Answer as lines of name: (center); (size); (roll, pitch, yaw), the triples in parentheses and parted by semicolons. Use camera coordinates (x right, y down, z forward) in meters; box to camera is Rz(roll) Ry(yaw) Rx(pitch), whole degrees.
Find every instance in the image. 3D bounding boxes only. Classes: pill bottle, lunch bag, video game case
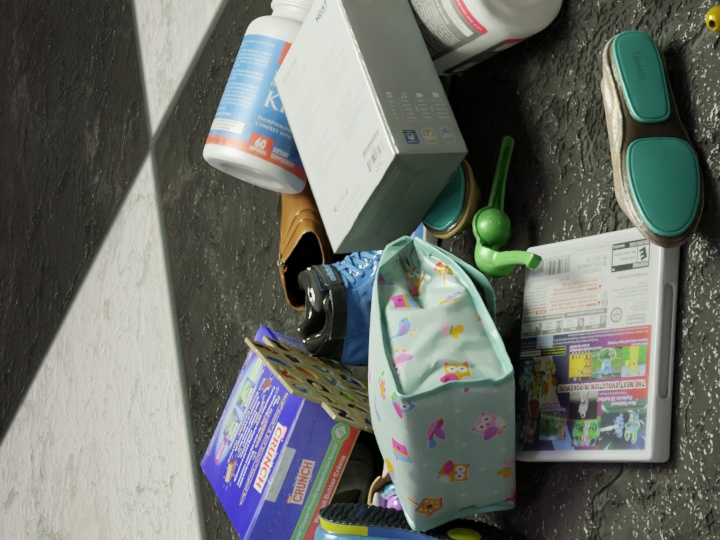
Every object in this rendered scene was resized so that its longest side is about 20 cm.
pill bottle: (-0.077, -0.189, 1.801); (0.112, 0.111, 0.202); (5, 75, 64)
pill bottle: (0.090, -0.243, 1.628); (0.200, 0.110, 0.112); (-19, 66, 60)
lunch bag: (0.063, 0.090, 1.520); (0.201, 0.121, 0.172); (-109, 11, -50)
video game case: (0.189, 0.063, 1.437); (0.200, 0.023, 0.184); (-11, 73, 62)

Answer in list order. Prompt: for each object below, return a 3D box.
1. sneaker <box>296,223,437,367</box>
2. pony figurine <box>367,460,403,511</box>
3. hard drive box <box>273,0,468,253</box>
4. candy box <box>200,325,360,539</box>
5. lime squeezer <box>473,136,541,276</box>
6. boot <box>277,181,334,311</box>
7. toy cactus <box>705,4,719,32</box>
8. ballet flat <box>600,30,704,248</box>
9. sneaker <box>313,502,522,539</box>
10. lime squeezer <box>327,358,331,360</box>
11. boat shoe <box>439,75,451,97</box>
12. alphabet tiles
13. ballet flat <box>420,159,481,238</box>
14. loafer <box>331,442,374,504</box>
sneaker: (0.000, 0.001, 1.745); (0.077, 0.110, 0.202); (55, 131, 55)
pony figurine: (0.005, 0.286, 1.637); (0.200, 0.165, 0.195); (116, 161, -63)
hard drive box: (0.005, -0.142, 1.604); (0.156, 0.076, 0.201); (-55, 47, 50)
candy box: (-0.080, 0.171, 1.781); (0.170, 0.076, 0.200); (-66, 21, 9)
lime squeezer: (0.120, -0.040, 1.536); (0.201, 0.037, 0.071); (-93, 12, -56)
boot: (-0.060, -0.065, 1.858); (0.155, 0.076, 0.202); (-81, -2, -72)
toy cactus: (0.273, -0.242, 1.292); (0.165, 0.101, 0.202); (141, 124, -68)
ballet flat: (0.224, -0.092, 1.380); (0.067, 0.067, 0.202); (103, 168, -58)
sneaker: (0.054, 0.253, 1.520); (0.066, 0.198, 0.079); (-25, -61, -69)
lime squeezer: (-0.026, 0.128, 1.843); (0.071, 0.037, 0.201); (-51, 28, 29)
boat shoe: (0.037, -0.188, 1.781); (0.200, 0.074, 0.069); (-122, 37, -59)
alphabet tiles: (-0.020, 0.115, 1.692); (0.006, 0.165, 0.200); (-64, 29, 9)
ballet flat: (0.081, -0.080, 1.657); (0.069, 0.063, 0.200); (-47, 31, 15)
loafer: (-0.046, 0.256, 1.812); (0.070, 0.069, 0.201); (-96, 28, -48)
